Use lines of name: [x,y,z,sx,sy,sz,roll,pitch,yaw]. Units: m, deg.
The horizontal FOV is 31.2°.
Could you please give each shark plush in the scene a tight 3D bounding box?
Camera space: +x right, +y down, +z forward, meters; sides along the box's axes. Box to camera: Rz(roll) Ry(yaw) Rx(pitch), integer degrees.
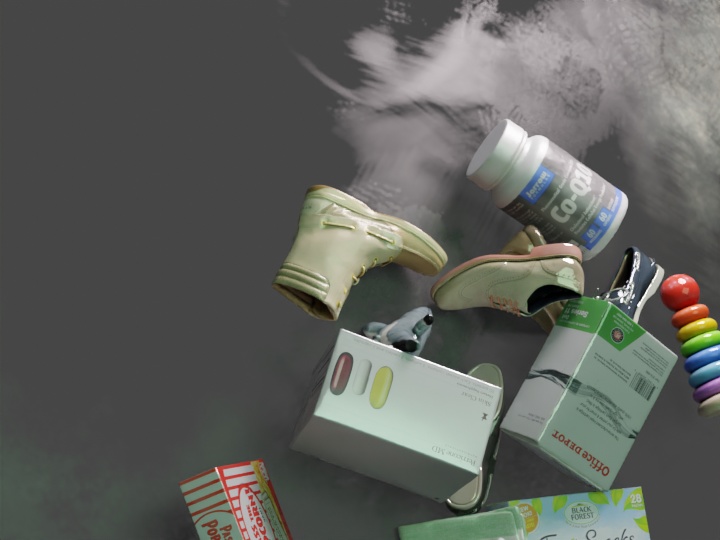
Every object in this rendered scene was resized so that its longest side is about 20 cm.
shark plush: [0.052,0.073,1.555,0.083,0.200,0.091,-39,79,1]

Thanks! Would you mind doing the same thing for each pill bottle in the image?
pill bottle: [0.249,-0.109,1.738,0.200,0.114,0.114,33,62,-10]

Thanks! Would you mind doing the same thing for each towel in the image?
towel: [0.135,0.390,1.528,0.152,0.023,0.200,-11,77,4]

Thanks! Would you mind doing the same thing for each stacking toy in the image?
stacking toy: [0.471,0.100,1.795,0.085,0.085,0.200,-12,70,-27]

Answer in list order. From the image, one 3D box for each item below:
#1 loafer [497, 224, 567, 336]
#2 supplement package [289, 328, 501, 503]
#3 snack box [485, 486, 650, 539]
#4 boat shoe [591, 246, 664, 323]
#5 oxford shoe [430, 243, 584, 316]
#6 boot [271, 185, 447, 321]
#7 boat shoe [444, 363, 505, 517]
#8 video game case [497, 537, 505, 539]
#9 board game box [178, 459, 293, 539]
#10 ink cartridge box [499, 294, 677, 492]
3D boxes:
loafer: [0.241,0.040,1.711,0.067,0.076,0.200,-23,90,6]
supplement package: [0.037,0.173,1.501,0.200,0.156,0.111,20,65,-5]
snack box: [0.266,0.363,1.608,0.200,0.068,0.169,0,75,-25]
boat shoe: [0.349,0.046,1.753,0.062,0.075,0.200,42,59,-8]
oxford shoe: [0.185,0.023,1.635,0.071,0.200,0.074,53,26,-51]
boot: [0.000,0.000,1.611,0.200,0.073,0.156,27,63,-12]
boat shoe: [0.141,0.215,1.619,0.067,0.057,0.200,6,61,16]
video game case: [0.189,0.441,1.486,0.182,0.023,0.200,29,82,13]
board game box: [-0.122,0.285,1.391,0.046,0.200,0.152,-23,82,6]
ink cartridge box: [0.286,0.154,1.618,0.147,0.083,0.200,37,78,-29]
